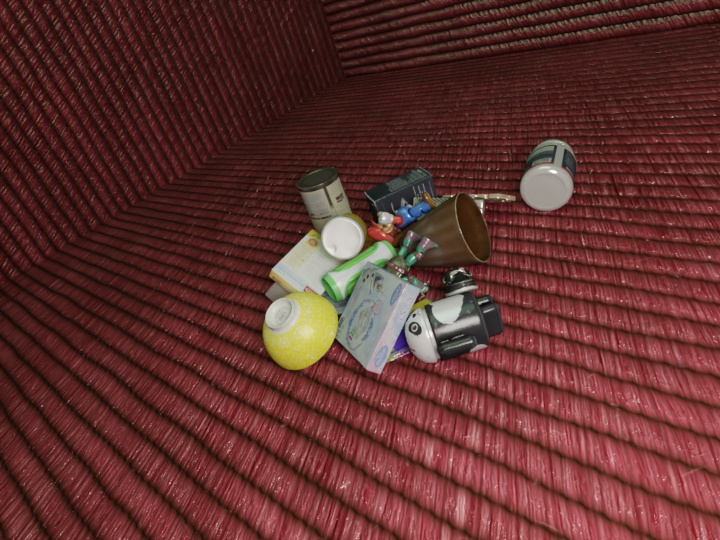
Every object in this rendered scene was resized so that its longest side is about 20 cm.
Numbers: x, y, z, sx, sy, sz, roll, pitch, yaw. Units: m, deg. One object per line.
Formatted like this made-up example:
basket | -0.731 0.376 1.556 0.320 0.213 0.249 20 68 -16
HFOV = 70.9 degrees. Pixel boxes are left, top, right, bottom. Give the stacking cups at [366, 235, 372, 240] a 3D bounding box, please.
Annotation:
stacking cups | -0.062 -0.092 1.597 0.199 0.061 0.061 -2 36 31

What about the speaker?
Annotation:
speaker | 0.000 0.000 1.326 0.200 0.089 0.088 -32 33 -17

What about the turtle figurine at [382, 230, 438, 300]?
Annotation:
turtle figurine | 0.102 0.004 1.240 0.150 0.101 0.200 33 92 36

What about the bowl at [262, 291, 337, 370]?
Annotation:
bowl | -0.166 0.125 1.212 0.199 0.108 0.201 -17 51 23

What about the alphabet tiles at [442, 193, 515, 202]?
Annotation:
alphabet tiles | 0.342 -0.212 1.472 0.195 0.015 0.200 -1 6 -44

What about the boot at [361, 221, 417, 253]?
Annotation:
boot | 0.085 -0.081 1.480 0.154 0.074 0.200 3 36 39

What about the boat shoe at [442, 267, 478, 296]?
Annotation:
boat shoe | 0.224 0.022 1.153 0.074 0.061 0.200 -13 -2 10

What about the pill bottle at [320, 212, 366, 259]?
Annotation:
pill bottle | -0.040 -0.098 1.371 0.112 0.113 0.200 -17 9 6

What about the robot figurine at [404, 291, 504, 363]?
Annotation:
robot figurine | 0.191 0.116 1.054 0.199 0.150 0.125 -18 73 4

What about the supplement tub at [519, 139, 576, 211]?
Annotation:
supplement tub | 0.537 -0.274 1.439 0.140 0.141 0.200 -2 36 29

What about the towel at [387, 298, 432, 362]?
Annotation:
towel | 0.104 0.137 1.177 0.199 0.023 0.144 -25 32 -6

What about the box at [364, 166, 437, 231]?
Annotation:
box | 0.133 -0.208 1.572 0.199 0.148 0.104 -24 31 -6

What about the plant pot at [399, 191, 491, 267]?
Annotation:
plant pot | 0.210 -0.081 1.330 0.200 0.187 0.187 -21 26 34

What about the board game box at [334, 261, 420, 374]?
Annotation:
board game box | 0.029 0.098 1.133 0.201 0.043 0.199 -65 27 4

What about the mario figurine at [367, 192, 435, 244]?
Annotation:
mario figurine | 0.102 -0.156 1.390 0.200 0.124 0.106 -31 48 7

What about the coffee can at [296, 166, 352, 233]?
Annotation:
coffee can | -0.112 -0.223 1.692 0.146 0.201 0.147 -15 31 9

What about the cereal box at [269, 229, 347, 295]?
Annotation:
cereal box | -0.134 -0.008 1.383 0.200 0.144 0.040 -50 -3 -40

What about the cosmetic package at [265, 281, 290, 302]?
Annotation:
cosmetic package | -0.171 0.013 1.448 0.200 0.073 0.104 -48 4 -39

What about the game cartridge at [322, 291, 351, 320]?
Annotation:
game cartridge | -0.083 0.092 1.348 0.199 0.041 0.134 -12 36 15

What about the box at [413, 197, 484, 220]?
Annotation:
box | 0.255 -0.174 1.462 0.199 0.069 0.082 4 6 16
